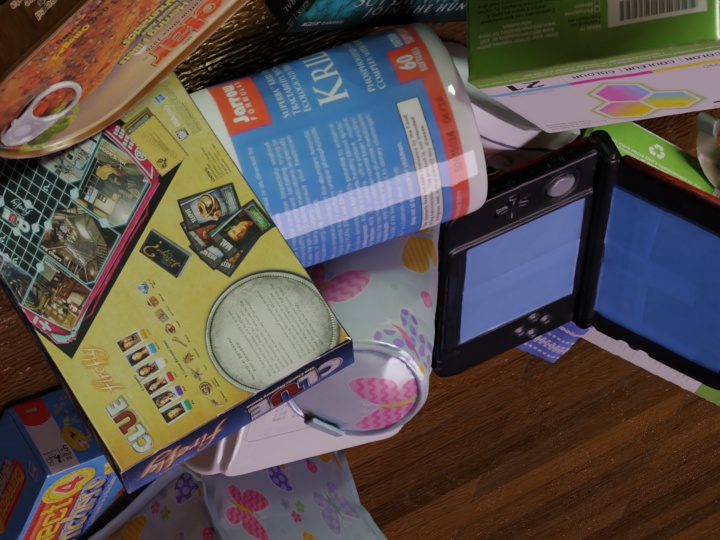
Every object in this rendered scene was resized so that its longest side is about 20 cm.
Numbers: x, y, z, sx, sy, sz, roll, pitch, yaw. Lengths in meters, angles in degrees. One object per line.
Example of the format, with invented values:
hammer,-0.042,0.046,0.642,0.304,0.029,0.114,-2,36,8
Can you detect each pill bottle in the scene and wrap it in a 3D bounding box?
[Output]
pill bottle,-0.041,-0.056,1.507,0.200,0.112,0.112,-19,157,-9

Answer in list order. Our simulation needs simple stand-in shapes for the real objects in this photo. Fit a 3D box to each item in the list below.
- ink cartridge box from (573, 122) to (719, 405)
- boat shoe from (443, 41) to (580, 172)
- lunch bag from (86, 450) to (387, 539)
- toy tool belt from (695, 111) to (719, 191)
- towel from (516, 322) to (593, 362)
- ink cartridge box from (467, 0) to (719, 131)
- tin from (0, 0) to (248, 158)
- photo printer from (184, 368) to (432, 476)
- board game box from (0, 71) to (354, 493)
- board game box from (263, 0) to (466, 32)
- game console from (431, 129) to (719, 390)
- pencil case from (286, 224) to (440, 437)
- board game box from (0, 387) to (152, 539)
ink cartridge box,0.213,-0.002,1.891,0.076,0.200,0.148,-64,-178,-38
boat shoe,0.069,-0.088,1.687,0.070,0.071,0.200,-43,165,16
lunch bag,-0.103,0.216,1.871,0.200,0.127,0.170,-38,158,32
toy tool belt,0.300,-0.139,1.801,0.123,0.125,0.200,-27,130,-36
towel,0.122,0.001,1.828,0.145,0.024,0.200,17,147,-24
ink cartridge box,0.168,-0.119,1.514,0.148,0.076,0.200,-8,162,28
tin,-0.115,-0.131,1.353,0.200,0.042,0.112,-40,155,18
photo printer,-0.022,0.038,1.755,0.200,0.069,0.166,-11,123,-46
board game box,-0.112,-0.004,1.408,0.135,0.200,0.035,-30,159,-9
board game box,0.056,-0.186,1.495,0.200,0.028,0.135,-10,150,-48
game console,0.144,0.019,1.712,0.172,0.119,0.200,-24,151,-15
pencil case,0.000,0.000,1.597,0.091,0.200,0.083,-33,126,32
board game box,-0.163,0.132,1.846,0.196,0.056,0.200,-21,156,-32
